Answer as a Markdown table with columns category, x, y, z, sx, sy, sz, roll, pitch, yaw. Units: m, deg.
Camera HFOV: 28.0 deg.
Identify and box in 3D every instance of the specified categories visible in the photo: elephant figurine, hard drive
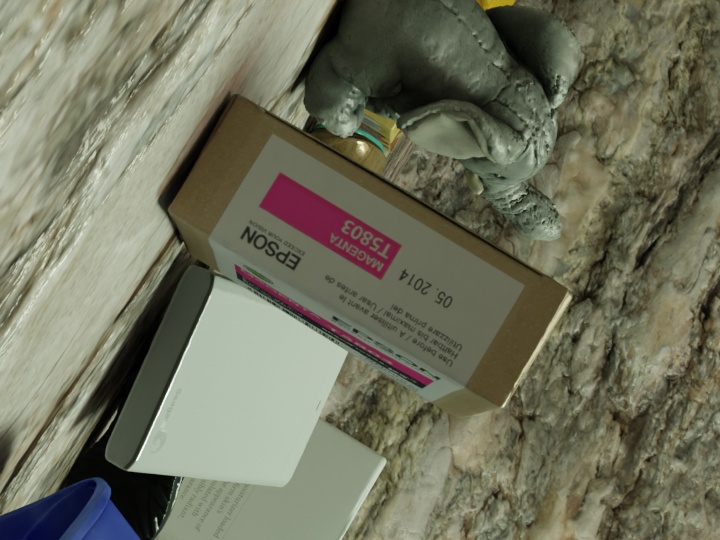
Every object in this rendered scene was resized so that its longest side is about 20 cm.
| category | x | y | z | sx | sy | sz | roll | pitch | yaw |
| --- | --- | --- | --- | --- | --- | --- | --- | --- | --- |
| elephant figurine | 0.076 | -0.115 | 0.938 | 0.142 | 0.200 | 0.155 | -58 | 178 | 13 |
| hard drive | -0.080 | 0.077 | 0.970 | 0.200 | 0.026 | 0.132 | 23 | 91 | -62 |

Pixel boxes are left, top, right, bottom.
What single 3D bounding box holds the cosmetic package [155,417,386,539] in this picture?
| category | x | y | z | sx | sy | sz | roll | pitch | yaw |
| --- | --- | --- | --- | --- | --- | --- | --- | --- | --- |
| cosmetic package | -0.114 | 0.205 | 1.301 | 0.165 | 0.200 | 0.165 | -57 | 178 | -27 |

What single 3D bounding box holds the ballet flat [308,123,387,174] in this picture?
| category | x | y | z | sx | sy | sz | roll | pitch | yaw |
| --- | --- | --- | --- | --- | --- | --- | --- | --- | --- |
| ballet flat | -0.018 | -0.077 | 1.180 | 0.200 | 0.068 | 0.072 | -146 | -110 | -86 |

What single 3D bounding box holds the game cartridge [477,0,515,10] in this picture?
| category | x | y | z | sx | sy | sz | roll | pitch | yaw |
| --- | --- | --- | --- | --- | --- | --- | --- | --- | --- |
| game cartridge | 0.122 | -0.290 | 1.038 | 0.176 | 0.032 | 0.200 | -58 | 159 | -13 |

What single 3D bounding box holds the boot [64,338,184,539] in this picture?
| category | x | y | z | sx | sy | sz | roll | pitch | yaw |
| --- | --- | --- | --- | --- | --- | --- | --- | --- | --- |
| boot | -0.134 | 0.109 | 1.051 | 0.198 | 0.073 | 0.162 | -65 | 173 | 12 |

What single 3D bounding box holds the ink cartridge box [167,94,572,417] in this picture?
| category | x | y | z | sx | sy | sz | roll | pitch | yaw |
| --- | --- | --- | --- | --- | --- | --- | --- | --- | --- |
| ink cartridge box | 0.000 | 0.000 | 0.793 | 0.075 | 0.200 | 0.165 | -59 | 178 | -7 |

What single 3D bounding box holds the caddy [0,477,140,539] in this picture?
| category | x | y | z | sx | sy | sz | roll | pitch | yaw |
| --- | --- | --- | --- | --- | --- | --- | --- | --- | --- |
| caddy | -0.174 | 0.177 | 0.673 | 0.141 | 0.105 | 0.200 | -32 | -168 | 28 |

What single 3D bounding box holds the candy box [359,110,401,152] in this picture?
| category | x | y | z | sx | sy | sz | roll | pitch | yaw |
| --- | --- | --- | --- | --- | --- | --- | --- | --- | --- |
| candy box | 0.035 | -0.171 | 1.253 | 0.117 | 0.056 | 0.200 | -58 | 177 | -1 |
